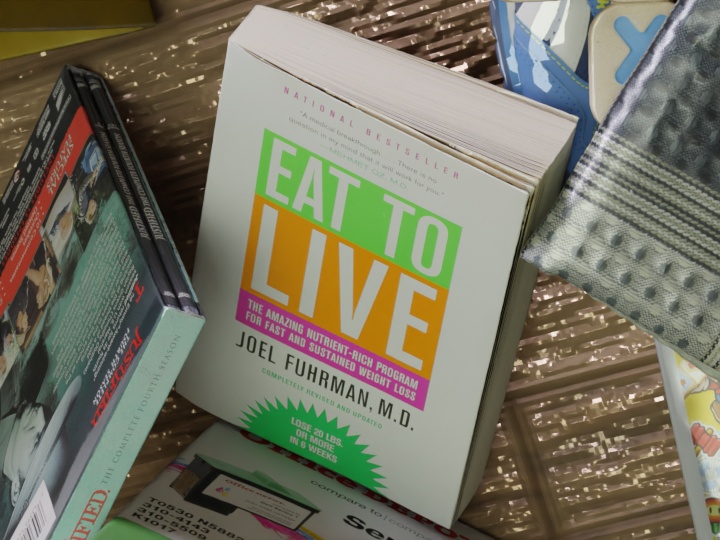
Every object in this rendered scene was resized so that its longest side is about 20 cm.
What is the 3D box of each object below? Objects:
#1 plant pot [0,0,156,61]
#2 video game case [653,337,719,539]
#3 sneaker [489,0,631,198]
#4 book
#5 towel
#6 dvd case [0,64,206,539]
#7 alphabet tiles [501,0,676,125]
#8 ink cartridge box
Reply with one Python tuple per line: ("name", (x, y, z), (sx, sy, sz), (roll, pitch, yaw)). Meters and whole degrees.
("plant pot", (-0.221, -0.161, 1.176), (0.199, 0.200, 0.177), (-10, 92, 20))
("video game case", (0.229, 0.089, 1.183), (0.199, 0.023, 0.183), (-9, 101, 21))
("sneaker", (0.092, -0.112, 1.147), (0.082, 0.074, 0.201), (-8, 105, 13))
("book", (0.000, 0.000, 1.183), (0.133, 0.048, 0.200), (24, 137, 13))
("towel", (0.191, -0.034, 1.113), (0.200, 0.035, 0.193), (31, 96, -8))
("dvd case", (-0.121, 0.025, 1.198), (0.022, 0.200, 0.146), (18, 113, -25))
("alphabet tiles", (0.142, -0.149, 1.104), (0.199, 0.015, 0.196), (-2, 98, -6))
("ink cartridge box", (-0.033, 0.144, 1.184), (0.144, 0.200, 0.084), (26, 108, 7))
